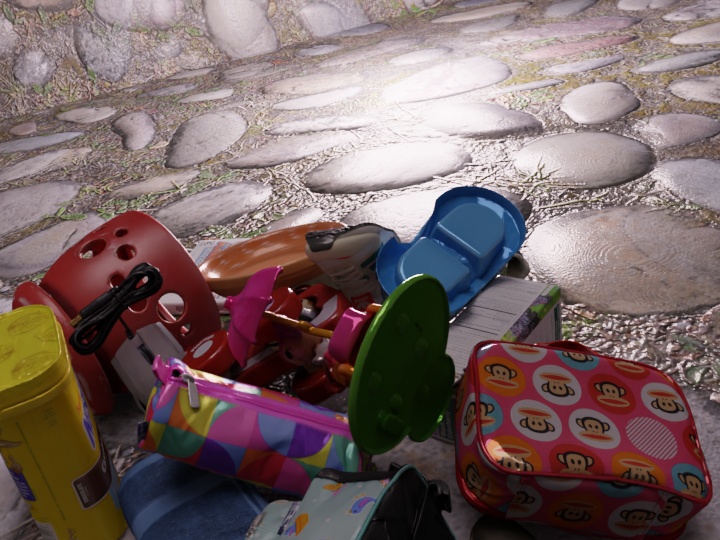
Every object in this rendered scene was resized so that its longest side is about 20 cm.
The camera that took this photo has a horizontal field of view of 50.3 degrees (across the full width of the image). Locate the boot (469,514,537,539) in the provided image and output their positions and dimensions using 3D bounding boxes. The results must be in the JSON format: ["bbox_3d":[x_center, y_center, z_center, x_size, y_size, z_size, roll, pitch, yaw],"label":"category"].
[{"bbox_3d":[0.135,0.220,0.549,0.074,0.097,0.200,-19,29,-14],"label":"boot"}]

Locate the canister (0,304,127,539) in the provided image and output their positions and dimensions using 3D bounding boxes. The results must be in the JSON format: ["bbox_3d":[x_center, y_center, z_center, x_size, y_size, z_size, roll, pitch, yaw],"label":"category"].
[{"bbox_3d":[-0.293,0.153,0.723,0.086,0.201,0.148,-21,29,-18],"label":"canister"}]

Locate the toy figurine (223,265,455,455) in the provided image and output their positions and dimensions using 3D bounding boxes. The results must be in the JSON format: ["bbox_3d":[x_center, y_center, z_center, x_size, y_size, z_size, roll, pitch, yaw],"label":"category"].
[{"bbox_3d":[-0.029,0.064,0.679,0.183,0.200,0.151,17,73,30],"label":"toy figurine"}]

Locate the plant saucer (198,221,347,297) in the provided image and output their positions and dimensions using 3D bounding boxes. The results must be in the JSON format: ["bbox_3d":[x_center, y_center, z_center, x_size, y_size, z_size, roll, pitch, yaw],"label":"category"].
[{"bbox_3d":[-0.106,-0.012,0.957,0.199,0.038,0.200,-14,17,4],"label":"plant saucer"}]

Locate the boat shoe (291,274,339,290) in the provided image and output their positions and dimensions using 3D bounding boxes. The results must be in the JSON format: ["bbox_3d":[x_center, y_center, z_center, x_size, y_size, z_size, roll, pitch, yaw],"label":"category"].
[{"bbox_3d":[-0.062,0.008,1.045,0.066,0.075,0.199,2,35,38],"label":"boat shoe"}]

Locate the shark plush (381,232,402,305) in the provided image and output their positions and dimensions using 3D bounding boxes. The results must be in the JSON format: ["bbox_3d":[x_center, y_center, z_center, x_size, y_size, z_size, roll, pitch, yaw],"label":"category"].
[{"bbox_3d":[0.057,0.043,0.985,0.083,0.091,0.200,-33,51,0],"label":"shark plush"}]

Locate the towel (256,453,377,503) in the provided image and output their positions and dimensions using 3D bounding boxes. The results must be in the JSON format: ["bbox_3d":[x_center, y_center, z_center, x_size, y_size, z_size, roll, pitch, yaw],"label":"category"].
[{"bbox_3d":[-0.068,0.234,0.681,0.143,0.023,0.200,-4,28,15],"label":"towel"}]

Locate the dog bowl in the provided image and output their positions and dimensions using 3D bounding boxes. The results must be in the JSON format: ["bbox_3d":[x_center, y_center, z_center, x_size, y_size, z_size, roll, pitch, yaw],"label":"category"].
[{"bbox_3d":[0.100,-0.013,0.857,0.111,0.050,0.200,37,60,20],"label":"dog bowl"}]

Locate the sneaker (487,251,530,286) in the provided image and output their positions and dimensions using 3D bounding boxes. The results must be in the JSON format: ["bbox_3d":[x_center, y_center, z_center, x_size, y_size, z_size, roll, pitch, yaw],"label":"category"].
[{"bbox_3d":[0.143,-0.003,0.954,0.200,0.067,0.090,-19,61,-47],"label":"sneaker"}]

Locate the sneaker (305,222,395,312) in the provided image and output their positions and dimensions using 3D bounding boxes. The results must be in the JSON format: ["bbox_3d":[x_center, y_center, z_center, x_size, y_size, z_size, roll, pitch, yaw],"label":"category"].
[{"bbox_3d":[0.000,0.000,0.857,0.070,0.094,0.200,-9,-3,18],"label":"sneaker"}]

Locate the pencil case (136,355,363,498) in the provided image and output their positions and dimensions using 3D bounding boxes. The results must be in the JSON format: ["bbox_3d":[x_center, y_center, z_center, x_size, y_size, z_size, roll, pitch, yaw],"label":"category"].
[{"bbox_3d":[-0.093,0.140,0.663,0.199,0.089,0.089,20,25,-13],"label":"pencil case"}]

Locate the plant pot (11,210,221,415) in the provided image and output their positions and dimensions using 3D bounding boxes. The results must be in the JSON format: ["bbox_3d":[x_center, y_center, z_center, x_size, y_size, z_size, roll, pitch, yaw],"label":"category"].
[{"bbox_3d":[-0.296,0.053,0.915,0.182,0.201,0.200,-34,35,-32],"label":"plant pot"}]

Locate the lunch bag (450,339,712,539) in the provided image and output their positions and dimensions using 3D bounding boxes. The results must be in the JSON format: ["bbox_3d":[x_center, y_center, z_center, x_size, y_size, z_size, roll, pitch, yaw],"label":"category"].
[{"bbox_3d":[0.180,0.129,0.651,0.199,0.082,0.177,11,40,-3],"label":"lunch bag"}]

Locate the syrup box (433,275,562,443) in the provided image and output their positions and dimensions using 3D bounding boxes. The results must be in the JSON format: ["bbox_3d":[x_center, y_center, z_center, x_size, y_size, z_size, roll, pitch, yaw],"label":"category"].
[{"bbox_3d":[0.136,0.090,0.811,0.081,0.079,0.200,11,35,36],"label":"syrup box"}]

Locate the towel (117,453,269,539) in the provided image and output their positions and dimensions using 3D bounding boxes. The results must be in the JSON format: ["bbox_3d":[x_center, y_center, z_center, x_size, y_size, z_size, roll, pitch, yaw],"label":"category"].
[{"bbox_3d":[-0.142,0.215,0.669,0.111,0.049,0.200,-24,30,-21],"label":"towel"}]

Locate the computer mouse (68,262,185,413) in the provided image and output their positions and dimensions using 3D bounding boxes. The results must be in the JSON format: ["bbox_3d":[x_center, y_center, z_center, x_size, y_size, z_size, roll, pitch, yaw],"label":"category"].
[{"bbox_3d":[-0.221,0.094,0.813,0.044,0.201,0.110,27,60,39],"label":"computer mouse"}]

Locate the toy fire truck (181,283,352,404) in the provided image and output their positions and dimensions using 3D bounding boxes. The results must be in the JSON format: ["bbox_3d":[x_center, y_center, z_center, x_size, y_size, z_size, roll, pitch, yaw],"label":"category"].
[{"bbox_3d":[-0.098,0.078,0.838,0.200,0.112,0.168,-34,22,12],"label":"toy fire truck"}]

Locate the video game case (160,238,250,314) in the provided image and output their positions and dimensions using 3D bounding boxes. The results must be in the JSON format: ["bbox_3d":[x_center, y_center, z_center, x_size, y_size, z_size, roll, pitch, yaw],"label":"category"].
[{"bbox_3d":[-0.197,0.004,1.154,0.181,0.024,0.200,-2,29,16],"label":"video game case"}]

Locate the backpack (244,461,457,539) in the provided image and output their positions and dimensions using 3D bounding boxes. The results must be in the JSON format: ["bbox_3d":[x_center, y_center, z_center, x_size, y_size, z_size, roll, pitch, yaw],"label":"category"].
[{"bbox_3d":[-0.013,0.244,0.484,0.153,0.176,0.200,-15,24,30],"label":"backpack"}]
